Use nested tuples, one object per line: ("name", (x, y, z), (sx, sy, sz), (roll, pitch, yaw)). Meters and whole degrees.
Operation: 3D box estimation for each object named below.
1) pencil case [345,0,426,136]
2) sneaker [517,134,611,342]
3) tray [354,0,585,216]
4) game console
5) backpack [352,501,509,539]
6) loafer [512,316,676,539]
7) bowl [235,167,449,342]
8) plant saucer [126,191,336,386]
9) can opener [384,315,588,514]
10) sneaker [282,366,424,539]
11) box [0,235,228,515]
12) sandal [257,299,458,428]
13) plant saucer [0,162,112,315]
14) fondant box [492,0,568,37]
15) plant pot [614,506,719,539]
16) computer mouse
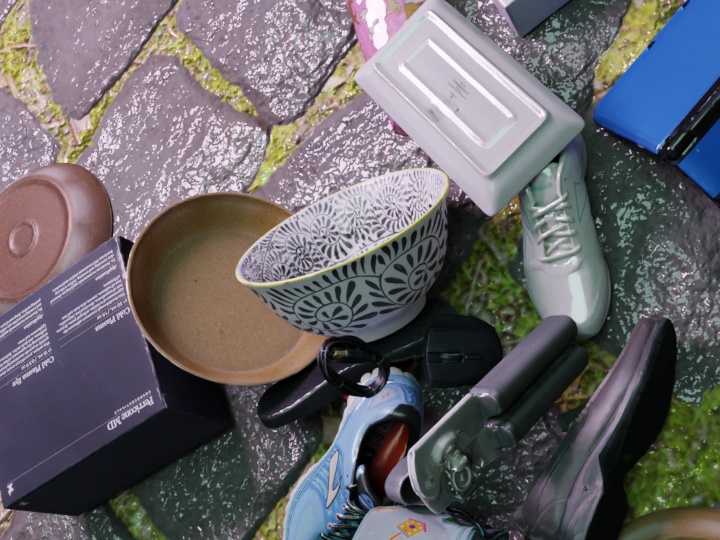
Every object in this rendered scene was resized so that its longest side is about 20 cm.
("pencil case", (0.041, -0.224, 0.924), (0.085, 0.083, 0.203), (-13, 63, -13))
("sneaker", (0.157, -0.042, 0.806), (0.069, 0.080, 0.204), (-13, 69, 20))
("tray", (0.082, -0.146, 0.818), (0.107, 0.022, 0.200), (-44, 60, 5))
("game console", (0.320, -0.147, 0.792), (0.170, 0.118, 0.201), (41, 95, 0))
("backpack", (0.051, 0.257, 0.691), (0.151, 0.200, 0.179), (11, 77, 29))
("loafer", (0.179, 0.121, 0.744), (0.072, 0.073, 0.202), (17, 72, 40))
("bowl", (0.000, 0.000, 0.844), (0.197, 0.201, 0.095), (-16, 111, 22))
("plant saucer", (-0.115, 0.020, 0.897), (0.196, 0.036, 0.203), (9, 56, -13))
("can opener", (0.092, 0.102, 0.731), (0.066, 0.054, 0.199), (-8, 23, 49))
("sneaker", (-0.006, 0.179, 0.787), (0.077, 0.090, 0.203), (21, 97, -11))
("box", (-0.253, 0.105, 0.943), (0.198, 0.104, 0.185), (-31, 62, 16))
("sandal", (0.002, 0.087, 0.856), (0.198, 0.045, 0.075), (-30, 21, 11))
("plant saucer", (-0.366, -0.031, 1.096), (0.197, 0.037, 0.205), (-9, 70, 25))
("fondant box", (0.152, -0.341, 0.919), (0.143, 0.058, 0.202), (-36, 60, 13))
("plant pot", (0.237, 0.270, 0.692), (0.196, 0.027, 0.204), (-8, 71, 25))
("computer mouse", (0.048, 0.067, 0.762), (0.034, 0.198, 0.060), (3, 94, 47))
